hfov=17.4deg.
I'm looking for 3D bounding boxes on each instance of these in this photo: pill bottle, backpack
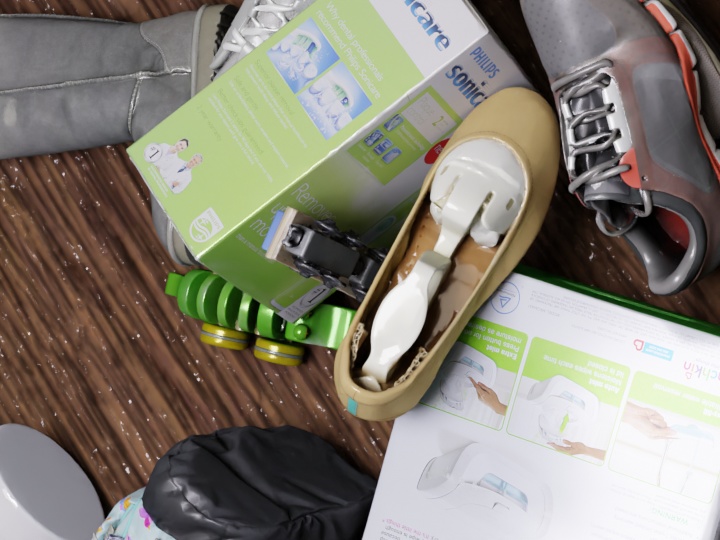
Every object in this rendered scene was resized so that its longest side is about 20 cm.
[{"bbox_3d":[-0.261,0.192,1.477,0.200,0.114,0.114,-42,69,20],"label":"pill bottle"},{"bbox_3d":[-0.093,0.189,1.377,0.127,0.167,0.200,47,122,31],"label":"backpack"}]

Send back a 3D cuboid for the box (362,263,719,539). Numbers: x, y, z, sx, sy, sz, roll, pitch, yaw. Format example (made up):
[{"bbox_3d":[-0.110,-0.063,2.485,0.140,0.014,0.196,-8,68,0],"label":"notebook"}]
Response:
[{"bbox_3d":[0.123,0.101,1.288,0.199,0.097,0.177,17,95,28],"label":"box"}]

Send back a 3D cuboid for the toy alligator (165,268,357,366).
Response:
[{"bbox_3d":[-0.043,0.027,1.404,0.199,0.054,0.060,14,94,28],"label":"toy alligator"}]

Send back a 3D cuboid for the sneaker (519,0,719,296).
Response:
[{"bbox_3d":[0.140,-0.075,1.252,0.077,0.082,0.200,-20,108,46],"label":"sneaker"}]

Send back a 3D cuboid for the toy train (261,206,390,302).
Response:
[{"bbox_3d":[0.000,0.000,1.302,0.046,0.200,0.034,25,89,29],"label":"toy train"}]

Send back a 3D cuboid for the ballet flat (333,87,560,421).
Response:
[{"bbox_3d":[0.049,-0.009,1.248,0.068,0.063,0.201,26,87,10],"label":"ballet flat"}]

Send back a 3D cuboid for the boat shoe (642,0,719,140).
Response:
[{"bbox_3d":[0.144,-0.159,1.299,0.200,0.073,0.074,46,139,-2],"label":"boat shoe"}]

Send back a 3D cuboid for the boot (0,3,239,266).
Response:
[{"bbox_3d":[-0.170,-0.084,1.464,0.199,0.073,0.183,-2,66,21],"label":"boot"}]

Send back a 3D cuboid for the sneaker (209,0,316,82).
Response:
[{"bbox_3d":[-0.042,-0.136,1.334,0.076,0.200,0.092,40,60,21],"label":"sneaker"}]

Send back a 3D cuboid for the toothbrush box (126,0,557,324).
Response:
[{"bbox_3d":[-0.007,-0.076,1.315,0.200,0.146,0.086,-38,66,6],"label":"toothbrush box"}]
